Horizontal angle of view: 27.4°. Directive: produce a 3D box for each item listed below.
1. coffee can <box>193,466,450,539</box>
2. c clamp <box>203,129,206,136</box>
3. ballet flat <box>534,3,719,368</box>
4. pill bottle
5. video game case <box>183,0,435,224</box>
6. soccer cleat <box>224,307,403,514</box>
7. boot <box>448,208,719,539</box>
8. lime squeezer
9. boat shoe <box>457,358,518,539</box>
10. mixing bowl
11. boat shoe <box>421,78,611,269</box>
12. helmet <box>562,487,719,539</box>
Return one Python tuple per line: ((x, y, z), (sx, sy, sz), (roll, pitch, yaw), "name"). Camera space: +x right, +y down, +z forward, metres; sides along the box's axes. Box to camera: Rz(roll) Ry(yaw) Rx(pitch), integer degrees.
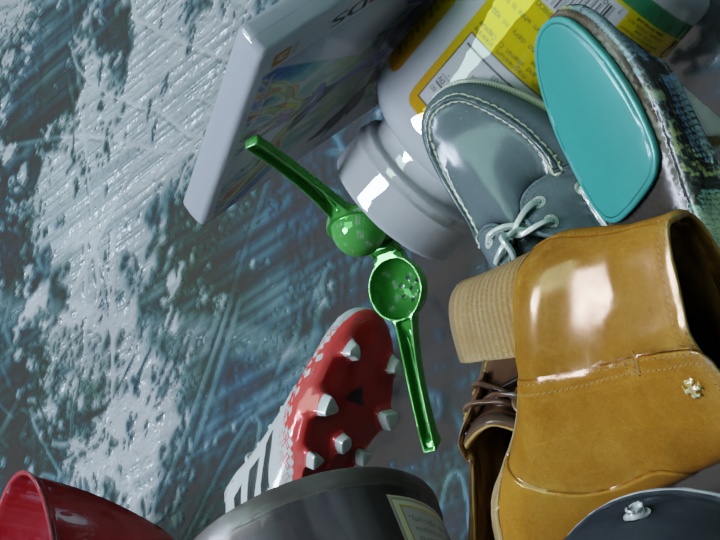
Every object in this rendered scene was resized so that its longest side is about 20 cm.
((0.005, 0.216, 0.684), (0.146, 0.146, 0.201), (-45, 49, 25), "coffee can")
((-0.036, -0.182, 1.015), (0.170, 0.027, 0.202), (12, 83, 50), "c clamp")
((0.144, -0.032, 0.655), (0.074, 0.074, 0.202), (-34, 72, 34), "ballet flat")
((0.079, -0.104, 0.782), (0.200, 0.112, 0.113), (-49, 43, 21), "pill bottle")
((-0.009, -0.118, 0.802), (0.022, 0.182, 0.200), (49, 155, 8), "video game case")
((-0.038, 0.114, 0.853), (0.085, 0.068, 0.202), (17, 90, 48), "soccer cleat")
((0.118, 0.080, 0.617), (0.143, 0.070, 0.203), (-13, 101, 52), "boot")
((0.000, 0.000, 0.814), (0.038, 0.201, 0.071), (-11, 25, 46), "lime squeezer")
((0.086, 0.075, 0.726), (0.072, 0.067, 0.202), (-18, 60, 43), "boat shoe")
((-0.157, 0.222, 0.883), (0.200, 0.107, 0.203), (-176, 90, -65), "mixing bowl")
((0.094, -0.014, 0.694), (0.073, 0.062, 0.200), (-45, 76, 25), "boat shoe")
((0.128, 0.186, 0.531), (0.199, 0.190, 0.202), (-22, 58, 41), "helmet")
